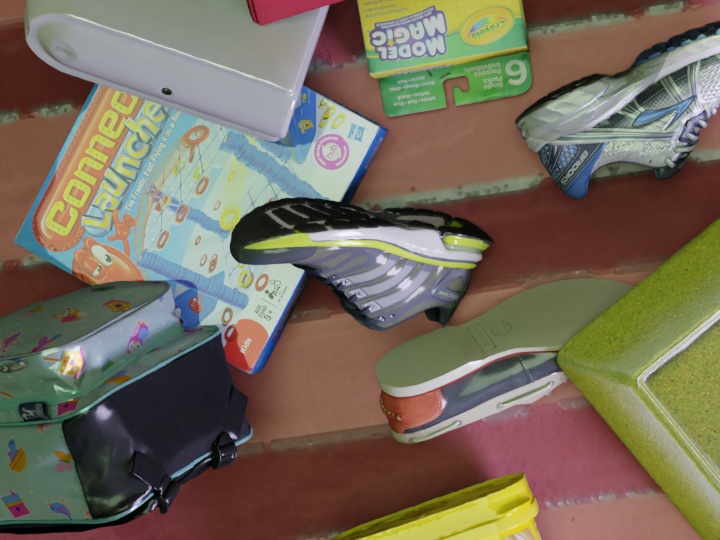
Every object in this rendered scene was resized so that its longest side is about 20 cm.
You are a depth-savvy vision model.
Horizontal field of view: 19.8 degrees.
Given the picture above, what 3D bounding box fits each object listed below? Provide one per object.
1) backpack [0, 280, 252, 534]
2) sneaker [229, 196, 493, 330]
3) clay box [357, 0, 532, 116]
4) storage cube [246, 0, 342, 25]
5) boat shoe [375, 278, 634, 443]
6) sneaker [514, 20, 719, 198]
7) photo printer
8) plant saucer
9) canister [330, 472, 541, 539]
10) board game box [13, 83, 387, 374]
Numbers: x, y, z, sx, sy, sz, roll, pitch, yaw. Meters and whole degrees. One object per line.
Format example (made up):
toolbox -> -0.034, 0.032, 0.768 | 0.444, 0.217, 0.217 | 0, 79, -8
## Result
backpack -> -0.202, 0.097, 1.410 | 0.199, 0.176, 0.154 | -18, 101, 36
sneaker -> 0.000, 0.000, 1.412 | 0.199, 0.074, 0.081 | 5, 104, -31
clay box -> 0.052, -0.216, 1.452 | 0.114, 0.048, 0.201 | -10, 88, 7
storage cube -> -0.022, -0.294, 1.325 | 0.199, 0.180, 0.172 | -17, 62, -2
boat shoe -> 0.108, 0.064, 1.442 | 0.199, 0.071, 0.063 | -20, 126, -7
sneaker -> 0.213, -0.112, 1.431 | 0.199, 0.077, 0.086 | -24, 98, 14
photo printer -> -0.122, -0.188, 1.408 | 0.199, 0.070, 0.167 | 19, 53, -2
plant saucer -> 0.269, 0.073, 1.398 | 0.200, 0.048, 0.200 | -39, 106, 6
canister -> 0.079, 0.260, 1.436 | 0.148, 0.087, 0.201 | -20, 90, 7
board game box -> -0.113, -0.060, 1.469 | 0.195, 0.056, 0.201 | 28, 94, 5
